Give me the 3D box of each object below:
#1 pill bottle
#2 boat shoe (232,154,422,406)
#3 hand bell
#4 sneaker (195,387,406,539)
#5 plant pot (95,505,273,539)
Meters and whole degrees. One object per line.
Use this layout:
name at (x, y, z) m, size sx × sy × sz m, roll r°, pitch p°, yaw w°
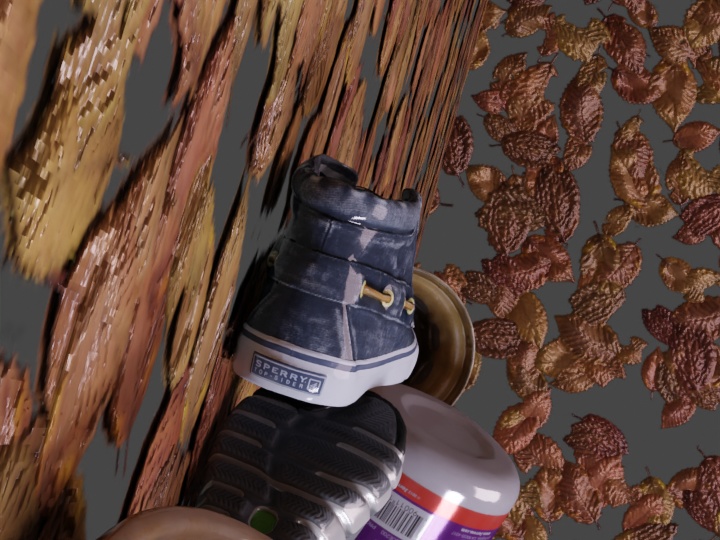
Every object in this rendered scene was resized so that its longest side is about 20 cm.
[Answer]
pill bottle at (0.000, 0.173, 1.019) m, size 0.201 × 0.112 × 0.112 m, roll -59°, pitch 180°, yaw 14°
boat shoe at (0.000, 0.000, 0.771) m, size 0.200 × 0.070 × 0.091 m, roll -34°, pitch 144°, yaw -82°
hand bell at (0.006, 0.034, 1.147) m, size 0.200 × 0.104 × 0.105 m, roll -133°, pitch -123°, yaw -79°
sneaker at (-0.047, 0.131, 0.715) m, size 0.200 × 0.075 × 0.116 m, roll -51°, pitch 163°, yaw -56°
plant pot at (-0.036, 0.167, 0.427) m, size 0.092 × 0.201 × 0.201 m, roll -34°, pitch -172°, yaw 15°
